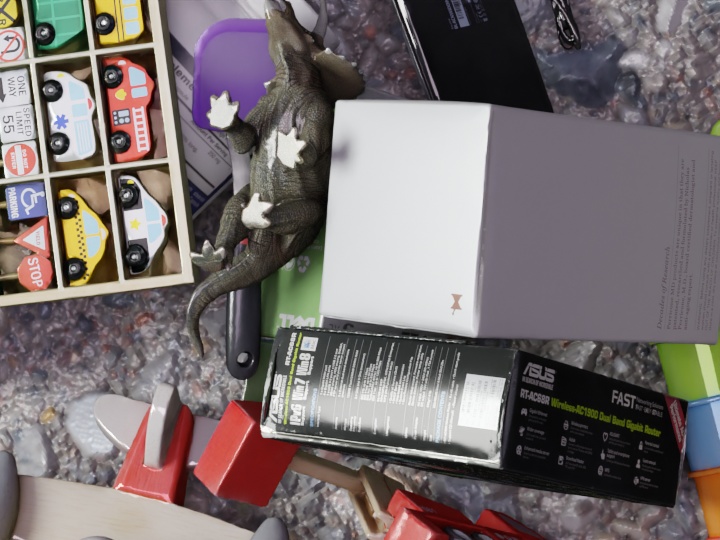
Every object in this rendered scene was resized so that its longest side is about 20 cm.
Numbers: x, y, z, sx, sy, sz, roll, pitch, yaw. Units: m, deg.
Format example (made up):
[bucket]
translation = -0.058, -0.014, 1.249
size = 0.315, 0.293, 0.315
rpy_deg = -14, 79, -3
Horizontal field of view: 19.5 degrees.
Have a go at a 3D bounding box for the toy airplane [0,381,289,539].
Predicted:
[toy airplane]
translation = -0.132, 0.160, 1.192
size = 0.199, 0.141, 0.200
rpy_deg = -31, 82, 4

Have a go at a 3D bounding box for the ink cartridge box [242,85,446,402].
[ink cartridge box]
translation = 0.000, 0.000, 1.203
size = 0.059, 0.104, 0.201
rpy_deg = 6, 85, 45

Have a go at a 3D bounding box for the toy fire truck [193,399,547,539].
[toy fire truck]
translation = 0.019, 0.139, 1.174
size = 0.141, 0.200, 0.049
rpy_deg = 36, 101, 42

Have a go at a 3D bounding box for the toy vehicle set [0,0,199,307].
[toy vehicle set]
translation = -0.163, -0.084, 1.161
size = 0.124, 0.027, 0.201
rpy_deg = -8, 88, 4

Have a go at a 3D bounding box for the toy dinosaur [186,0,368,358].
[toy dinosaur]
translation = -0.041, -0.046, 1.125
size = 0.077, 0.102, 0.201
rpy_deg = 13, 101, 27

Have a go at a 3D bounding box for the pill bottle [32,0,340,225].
[pill bottle]
translation = -0.110, -0.094, 1.227
size = 0.200, 0.111, 0.111
rpy_deg = -44, 82, 1

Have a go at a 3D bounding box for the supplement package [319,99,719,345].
[supplement package]
translation = 0.091, -0.024, 1.117
size = 0.117, 0.199, 0.118
rpy_deg = 7, 93, 46

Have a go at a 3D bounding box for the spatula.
[spatula]
translation = -0.066, -0.039, 1.170
size = 0.056, 0.021, 0.201
rpy_deg = 0, 89, -21

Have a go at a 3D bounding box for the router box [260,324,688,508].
[router box]
translation = 0.065, 0.079, 1.122
size = 0.149, 0.200, 0.062
rpy_deg = 3, 81, 35

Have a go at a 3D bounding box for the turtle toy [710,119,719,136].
[turtle toy]
translation = 0.269, -0.011, 1.168
size = 0.101, 0.146, 0.200
rpy_deg = -42, 80, 32

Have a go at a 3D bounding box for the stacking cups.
[stacking cups]
translation = 0.210, 0.090, 1.197
size = 0.060, 0.061, 0.201
rpy_deg = -16, 84, 6

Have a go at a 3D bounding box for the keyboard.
[keyboard]
translation = 0.072, -0.161, 1.230
size = 0.127, 0.021, 0.201
rpy_deg = -15, 83, -28
